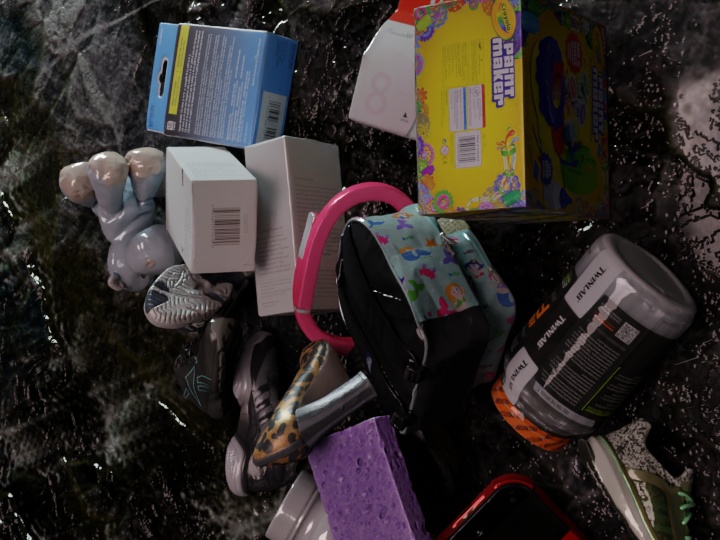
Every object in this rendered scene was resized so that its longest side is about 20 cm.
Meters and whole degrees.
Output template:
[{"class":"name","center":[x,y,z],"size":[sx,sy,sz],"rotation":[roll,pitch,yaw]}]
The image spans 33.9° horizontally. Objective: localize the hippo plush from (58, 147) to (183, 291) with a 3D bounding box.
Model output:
[{"class":"hippo plush","center":[-0.314,-0.056,1.547],"size":[0.198,0.158,0.163],"rotation":[-21,76,34]}]

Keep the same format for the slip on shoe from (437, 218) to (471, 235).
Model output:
[{"class":"slip on shoe","center":[0.089,0.040,1.303],"size":[0.073,0.061,0.203],"rotation":[2,78,15]}]

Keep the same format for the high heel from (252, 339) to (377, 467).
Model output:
[{"class":"high heel","center":[-0.074,0.141,1.262],"size":[0.072,0.142,0.200],"rotation":[60,168,-15]}]

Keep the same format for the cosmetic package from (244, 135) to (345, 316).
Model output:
[{"class":"cosmetic package","center":[-0.073,-0.050,1.401],"size":[0.071,0.101,0.203],"rotation":[-9,83,37]}]

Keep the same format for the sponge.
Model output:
[{"class":"sponge","center":[0.016,0.256,1.189],"size":[0.111,0.030,0.202],"rotation":[-29,74,41]}]

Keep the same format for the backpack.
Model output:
[{"class":"backpack","center":[0.056,0.035,1.186],"size":[0.201,0.149,0.179],"rotation":[54,151,33]}]

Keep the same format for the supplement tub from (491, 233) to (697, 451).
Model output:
[{"class":"supplement tub","center":[0.224,0.075,1.162],"size":[0.123,0.122,0.201],"rotation":[49,115,27]}]

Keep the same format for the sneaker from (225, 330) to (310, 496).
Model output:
[{"class":"sneaker","center":[-0.095,0.175,1.434],"size":[0.112,0.075,0.203],"rotation":[0,73,19]}]

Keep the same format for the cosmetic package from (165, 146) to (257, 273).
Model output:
[{"class":"cosmetic package","center":[-0.181,-0.077,1.411],"size":[0.200,0.080,0.115],"rotation":[-142,52,-66]}]

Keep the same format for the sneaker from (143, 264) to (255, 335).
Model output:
[{"class":"sneaker","center":[-0.212,0.048,1.457],"size":[0.079,0.199,0.130],"rotation":[36,124,3]}]

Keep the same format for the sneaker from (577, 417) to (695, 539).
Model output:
[{"class":"sneaker","center":[0.296,0.230,1.139],"size":[0.088,0.077,0.201],"rotation":[-33,82,0]}]

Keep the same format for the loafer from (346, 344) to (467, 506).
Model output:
[{"class":"loafer","center":[0.051,0.164,1.315],"size":[0.073,0.071,0.202],"rotation":[-34,78,31]}]

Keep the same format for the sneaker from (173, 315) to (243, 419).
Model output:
[{"class":"sneaker","center":[-0.192,0.117,1.443],"size":[0.078,0.076,0.201],"rotation":[21,144,5]}]

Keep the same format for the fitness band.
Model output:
[{"class":"fitness band","center":[0.000,0.000,1.323],"size":[0.037,0.142,0.203],"rotation":[-134,55,-66]}]

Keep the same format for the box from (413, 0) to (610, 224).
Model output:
[{"class":"box","center":[0.154,-0.153,1.176],"size":[0.121,0.192,0.203],"rotation":[-3,88,35]}]

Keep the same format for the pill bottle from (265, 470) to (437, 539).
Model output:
[{"class":"pill bottle","center":[0.001,0.304,1.285],"size":[0.198,0.111,0.112],"rotation":[31,109,4]}]

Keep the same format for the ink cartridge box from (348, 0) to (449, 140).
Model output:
[{"class":"ink cartridge box","center":[0.080,-0.247,1.324],"size":[0.161,0.057,0.203],"rotation":[21,106,36]}]

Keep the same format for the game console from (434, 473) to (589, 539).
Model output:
[{"class":"game console","center":[0.148,0.329,1.204],"size":[0.177,0.031,0.200],"rotation":[45,94,2]}]

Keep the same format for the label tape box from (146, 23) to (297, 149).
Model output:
[{"class":"label tape box","center":[-0.181,-0.235,1.510],"size":[0.198,0.066,0.145],"rotation":[14,97,39]}]
